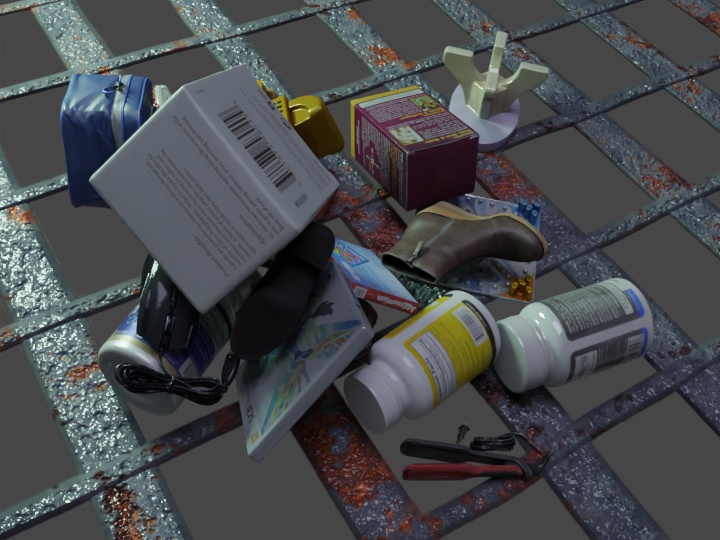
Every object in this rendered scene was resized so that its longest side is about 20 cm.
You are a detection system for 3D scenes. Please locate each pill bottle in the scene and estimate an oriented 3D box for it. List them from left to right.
[{"bbox_3d":[-0.228,0.071,1.078,0.118,0.121,0.201,23,49,13],"label":"pill bottle"},{"bbox_3d":[0.077,0.119,1.079,0.198,0.112,0.111,-31,58,-29],"label":"pill bottle"},{"bbox_3d":[0.278,0.088,1.128,0.197,0.115,0.115,-15,52,-19],"label":"pill bottle"}]

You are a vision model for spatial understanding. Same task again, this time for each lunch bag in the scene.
[{"bbox_3d":[-0.356,-0.194,1.243,0.129,0.202,0.137,3,42,-8],"label":"lunch bag"}]

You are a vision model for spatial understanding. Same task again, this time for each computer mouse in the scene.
[{"bbox_3d":[-0.198,0.057,0.996,0.138,0.046,0.203,19,55,-19],"label":"computer mouse"}]

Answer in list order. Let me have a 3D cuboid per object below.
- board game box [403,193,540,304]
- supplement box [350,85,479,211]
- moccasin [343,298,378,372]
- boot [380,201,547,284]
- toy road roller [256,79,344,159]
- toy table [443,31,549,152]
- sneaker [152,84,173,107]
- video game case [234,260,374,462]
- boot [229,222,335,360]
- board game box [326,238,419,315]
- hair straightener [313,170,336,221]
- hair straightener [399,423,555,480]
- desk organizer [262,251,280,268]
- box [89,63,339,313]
[{"bbox_3d":[0.175,-0.050,1.296,0.196,0.026,0.202,12,49,4],"label":"board game box"},{"bbox_3d":[0.081,-0.198,1.338,0.129,0.105,0.200,-16,39,-20],"label":"supplement box"},{"bbox_3d":[-0.022,0.072,1.076,0.078,0.073,0.202,52,22,-9],"label":"moccasin"},{"bbox_3d":[0.147,-0.022,1.198,0.197,0.073,0.166,20,43,26],"label":"boot"},{"bbox_3d":[-0.107,-0.214,1.297,0.144,0.124,0.202,-24,39,9],"label":"toy road roller"},{"bbox_3d":[0.227,-0.316,1.475,0.180,0.118,0.202,5,47,-3],"label":"toy table"},{"bbox_3d":[-0.282,-0.223,1.369,0.081,0.078,0.201,-20,63,-28],"label":"sneaker"},{"bbox_3d":[-0.075,0.101,1.008,0.022,0.200,0.183,37,10,-26],"label":"video game case"},{"bbox_3d":[-0.107,0.020,1.073,0.068,0.200,0.191,27,85,-10],"label":"boot"},{"bbox_3d":[0.000,0.000,1.152,0.101,0.020,0.200,20,14,-24],"label":"board game box"},{"bbox_3d":[-0.098,-0.073,1.276,0.076,0.041,0.202,-1,49,28],"label":"hair straightener"},{"bbox_3d":[0.144,0.218,1.046,0.196,0.041,0.078,0,49,-7],"label":"hair straightener"},{"bbox_3d":[-0.205,-0.062,1.160,0.197,0.077,0.073,19,82,-23],"label":"desk organizer"},{"bbox_3d":[-0.162,-0.102,0.998,0.200,0.170,0.200,50,22,-7],"label":"box"}]
